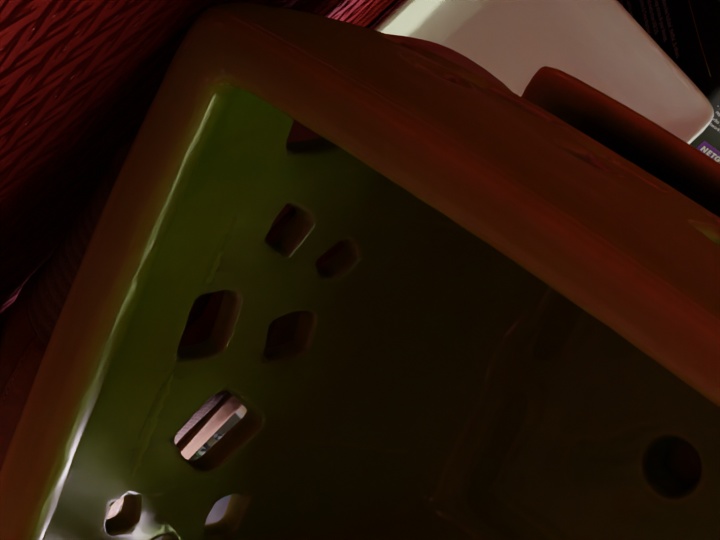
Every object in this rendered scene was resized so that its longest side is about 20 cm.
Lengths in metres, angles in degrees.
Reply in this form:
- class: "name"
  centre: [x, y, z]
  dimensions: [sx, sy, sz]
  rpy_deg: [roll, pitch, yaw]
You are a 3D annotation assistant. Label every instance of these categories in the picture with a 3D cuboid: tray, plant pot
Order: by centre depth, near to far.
- class: "plant pot"
  centre: [0.046, 0.061, 0.523]
  dimensions: [0.181, 0.200, 0.199]
  rpy_deg: [-9, 129, -55]
- class: "tray"
  centre: [0.019, -0.028, 0.736]
  dimensions: [0.200, 0.107, 0.022]
  rpy_deg: [-43, -178, 0]

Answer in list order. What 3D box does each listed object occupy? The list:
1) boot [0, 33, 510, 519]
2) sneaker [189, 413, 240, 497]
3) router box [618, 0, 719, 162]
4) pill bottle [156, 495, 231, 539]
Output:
- class: "boot"
  centre: [-0.037, 0.008, 0.622]
  dimensions: [0.201, 0.071, 0.144]
  rpy_deg: [-22, 151, -50]
- class: "sneaker"
  centre: [-0.060, 0.111, 0.895]
  dimensions: [0.077, 0.089, 0.200]
  rpy_deg: [-10, 154, -45]
- class: "router box"
  centre: [0.135, -0.110, 0.818]
  dimensions: [0.149, 0.051, 0.200]
  rpy_deg: [-44, -152, 31]
- class: "pill bottle"
  centre: [-0.081, 0.155, 0.809]
  dimensions: [0.200, 0.112, 0.112]
  rpy_deg: [-35, 179, 7]
